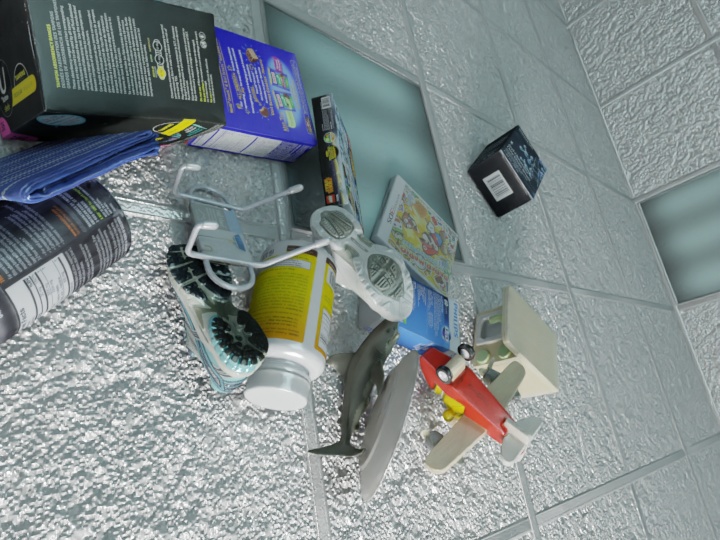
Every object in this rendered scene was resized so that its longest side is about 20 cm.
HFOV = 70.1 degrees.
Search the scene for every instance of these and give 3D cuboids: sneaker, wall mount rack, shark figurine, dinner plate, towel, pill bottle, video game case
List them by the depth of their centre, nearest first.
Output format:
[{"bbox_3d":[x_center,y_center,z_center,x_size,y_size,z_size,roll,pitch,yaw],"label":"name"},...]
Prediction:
[{"bbox_3d":[-0.321,-0.006,0.472,0.107,0.106,0.200,51,42,-12],"label":"pill bottle"},{"bbox_3d":[-0.302,-0.095,0.486,0.145,0.197,0.024,-48,133,-47],"label":"towel"},{"bbox_3d":[-0.188,0.054,0.605,0.077,0.087,0.201,0,47,-46],"label":"sneaker"},{"bbox_3d":[-0.143,-0.065,0.656,0.172,0.075,0.201,9,40,-37],"label":"wall mount rack"},{"bbox_3d":[-0.093,0.069,0.664,0.109,0.109,0.203,29,50,-32],"label":"pill bottle"},{"bbox_3d":[0.031,0.197,0.679,0.024,0.201,0.202,21,49,-2],"label":"dinner plate"},{"bbox_3d":[-0.017,0.165,0.737,0.088,0.128,0.217,25,67,-3],"label":"shark figurine"},{"bbox_3d":[0.000,0.000,0.747,0.077,0.100,0.201,-31,70,-27],"label":"sneaker"},{"bbox_3d":[0.115,-0.066,1.015,0.200,0.023,0.184,41,46,-23],"label":"video game case"}]

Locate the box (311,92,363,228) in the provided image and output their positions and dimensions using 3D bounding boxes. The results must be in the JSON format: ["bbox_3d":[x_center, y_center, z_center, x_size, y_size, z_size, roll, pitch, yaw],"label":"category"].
[{"bbox_3d":[-0.036,-0.165,0.847,0.137,0.039,0.203,59,21,-67],"label":"box"}]

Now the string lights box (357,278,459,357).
[{"bbox_3d":[0.089,0.076,0.885,0.199,0.059,0.104,28,52,-33],"label":"string lights box"}]

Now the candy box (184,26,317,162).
[{"bbox_3d":[-0.177,-0.265,0.780,0.198,0.077,0.172,-1,72,-47],"label":"candy box"}]

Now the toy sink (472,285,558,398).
[{"bbox_3d":[0.296,0.147,1.022,0.200,0.111,0.132,40,45,-30],"label":"toy sink"}]

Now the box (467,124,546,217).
[{"bbox_3d":[0.384,-0.259,1.331,0.149,0.106,0.200,52,41,-10],"label":"box"}]

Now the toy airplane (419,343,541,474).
[{"bbox_3d":[0.190,0.233,0.842,0.197,0.142,0.202,8,56,-13],"label":"toy airplane"}]

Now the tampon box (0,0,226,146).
[{"bbox_3d":[-0.278,-0.216,0.572,0.198,0.148,0.128,-13,99,-47],"label":"tampon box"}]
